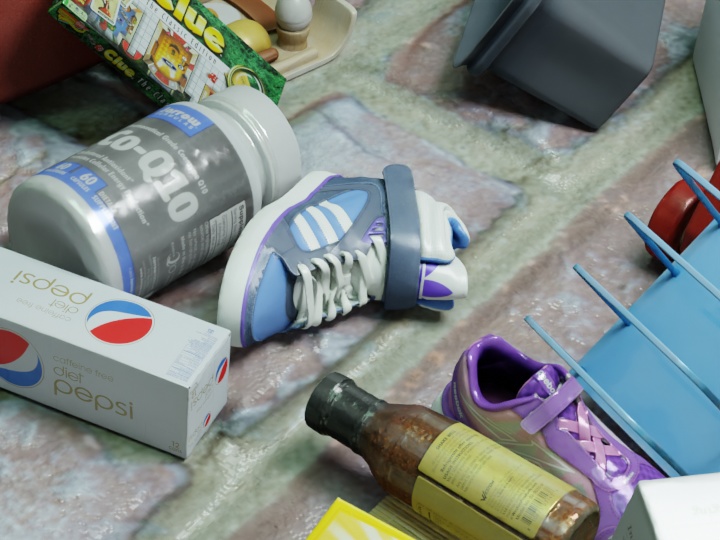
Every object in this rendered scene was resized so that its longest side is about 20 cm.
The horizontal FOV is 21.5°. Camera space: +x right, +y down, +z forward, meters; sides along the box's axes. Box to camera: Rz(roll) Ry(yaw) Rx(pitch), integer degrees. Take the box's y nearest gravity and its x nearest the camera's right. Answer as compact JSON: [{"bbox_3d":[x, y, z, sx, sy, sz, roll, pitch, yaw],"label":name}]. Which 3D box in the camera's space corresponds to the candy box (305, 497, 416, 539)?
[{"bbox_3d":[0.041,0.218,1.117,0.199,0.027,0.102,25,51,22],"label":"candy box"}]

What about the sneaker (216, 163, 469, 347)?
[{"bbox_3d":[0.000,0.000,1.337,0.145,0.081,0.200,15,35,18],"label":"sneaker"}]

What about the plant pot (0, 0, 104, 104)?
[{"bbox_3d":[-0.338,-0.232,1.483,0.176,0.201,0.199,-39,48,-22],"label":"plant pot"}]

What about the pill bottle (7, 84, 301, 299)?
[{"bbox_3d":[-0.143,-0.052,1.356,0.113,0.114,0.199,33,47,29],"label":"pill bottle"}]

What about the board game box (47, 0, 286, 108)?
[{"bbox_3d":[-0.145,-0.172,1.463,0.200,0.023,0.105,40,42,-25],"label":"board game box"}]

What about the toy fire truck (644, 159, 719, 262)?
[{"bbox_3d":[0.302,-0.071,1.390,0.112,0.169,0.199,33,47,30],"label":"toy fire truck"}]

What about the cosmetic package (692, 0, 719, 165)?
[{"bbox_3d":[0.392,-0.189,1.544,0.198,0.167,0.168,4,39,-3],"label":"cosmetic package"}]

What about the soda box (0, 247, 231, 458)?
[{"bbox_3d":[-0.188,0.051,1.264,0.199,0.069,0.064,20,42,15],"label":"soda box"}]

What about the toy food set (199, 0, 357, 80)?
[{"bbox_3d":[-0.121,-0.209,1.587,0.199,0.061,0.143,-27,50,-34],"label":"toy food set"}]

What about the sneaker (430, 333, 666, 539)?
[{"bbox_3d":[0.128,0.109,1.218,0.200,0.089,0.080,34,48,28],"label":"sneaker"}]

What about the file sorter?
[{"bbox_3d":[0.223,0.018,1.201,0.200,0.123,0.139,-47,51,3],"label":"file sorter"}]

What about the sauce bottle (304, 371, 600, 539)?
[{"bbox_3d":[0.054,0.125,1.189,0.199,0.066,0.066,31,46,25],"label":"sauce bottle"}]

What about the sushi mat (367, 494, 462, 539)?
[{"bbox_3d":[0.090,0.193,1.173,0.199,0.012,0.096,30,45,26],"label":"sushi mat"}]

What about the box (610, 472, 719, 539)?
[{"bbox_3d":[0.239,0.226,1.001,0.197,0.172,0.201,-4,55,-12],"label":"box"}]

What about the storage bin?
[{"bbox_3d":[0.172,-0.211,1.584,0.134,0.146,0.201,33,39,-10],"label":"storage bin"}]
